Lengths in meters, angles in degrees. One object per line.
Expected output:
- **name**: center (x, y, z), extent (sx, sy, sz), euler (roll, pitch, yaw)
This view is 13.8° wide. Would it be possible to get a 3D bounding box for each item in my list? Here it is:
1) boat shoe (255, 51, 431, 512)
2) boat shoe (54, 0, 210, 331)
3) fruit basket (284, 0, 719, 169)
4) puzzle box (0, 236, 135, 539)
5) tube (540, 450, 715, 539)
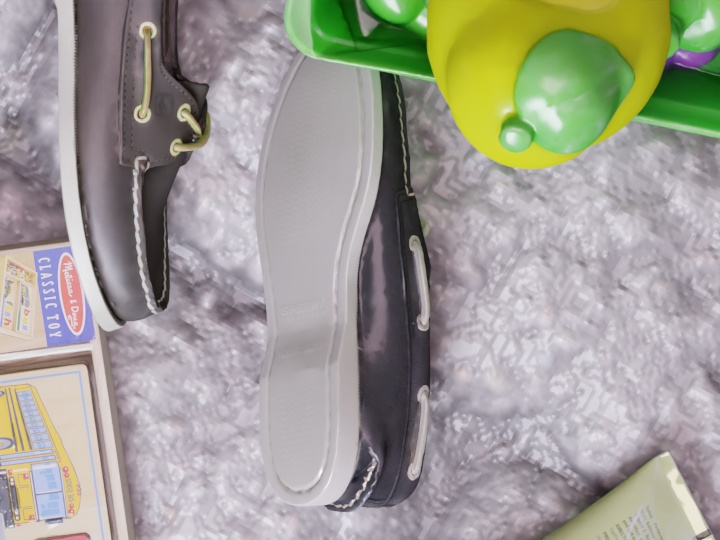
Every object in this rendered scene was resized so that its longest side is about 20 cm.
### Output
- **boat shoe**: center (0.000, 0.000, 1.245), extent (0.060, 0.074, 0.201), euler (7, 78, -40)
- **boat shoe**: center (-0.093, -0.077, 1.232), extent (0.060, 0.072, 0.203), euler (-5, 94, 6)
- **fruit basket**: center (0.074, -0.122, 1.161), extent (0.214, 0.216, 0.157), euler (11, 97, 0)
- **puzzle box**: center (-0.165, 0.092, 1.276), extent (0.132, 0.025, 0.201), euler (-8, 96, 1)
- **tube**: center (0.063, 0.159, 1.272), extent (0.199, 0.052, 0.058), euler (-30, 137, 1)
